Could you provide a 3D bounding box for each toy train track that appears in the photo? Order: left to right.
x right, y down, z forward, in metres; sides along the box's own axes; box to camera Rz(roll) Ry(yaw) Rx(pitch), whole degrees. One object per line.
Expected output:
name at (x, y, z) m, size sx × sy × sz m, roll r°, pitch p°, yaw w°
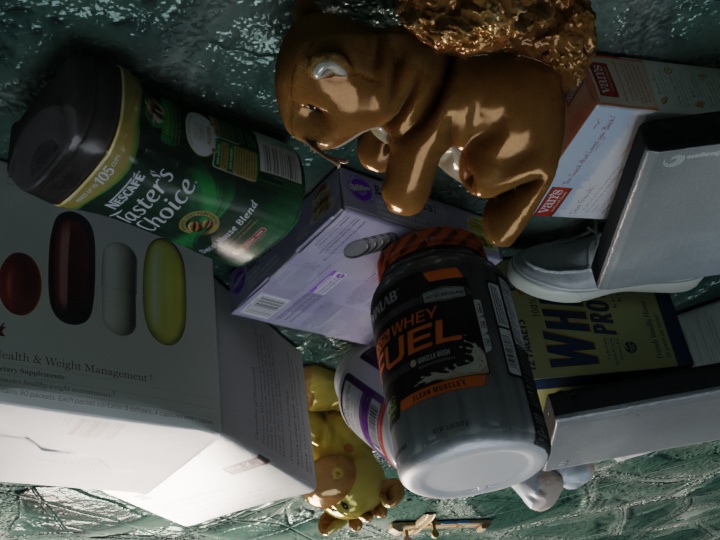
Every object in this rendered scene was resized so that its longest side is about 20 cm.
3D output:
toy train track at (0.147, 0.476, 1.694) m, size 0.198 × 0.033 × 0.115 m, roll 3°, pitch 147°, yaw -20°

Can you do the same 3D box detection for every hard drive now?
hard drive at (0.277, 0.142, 0.904) m, size 0.198 × 0.033 × 0.140 m, roll -11°, pitch 148°, yaw -1°
hard drive at (0.271, -0.055, 0.744) m, size 0.138 × 0.033 × 0.200 m, roll -8°, pitch 149°, yaw -2°

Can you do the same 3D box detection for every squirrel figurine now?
squirrel figurine at (0.046, -0.136, 0.603) m, size 0.186 × 0.142 × 0.200 m, roll 18°, pitch 127°, yaw -20°

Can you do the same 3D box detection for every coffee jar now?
coffee jar at (-0.144, -0.075, 0.671) m, size 0.199 × 0.086 × 0.104 m, roll 21°, pitch 139°, yaw -38°

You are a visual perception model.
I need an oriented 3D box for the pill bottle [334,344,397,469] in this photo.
pill bottle at (0.042, 0.136, 0.960) m, size 0.111 × 0.112 × 0.200 m, roll 5°, pitch -174°, yaw -21°

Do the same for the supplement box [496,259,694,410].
supplement box at (0.205, 0.093, 0.981) m, size 0.198 × 0.135 × 0.200 m, roll -5°, pitch 149°, yaw -8°

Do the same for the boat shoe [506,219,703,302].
boat shoe at (0.239, -0.019, 0.885) m, size 0.199 × 0.070 × 0.072 m, roll -3°, pitch 131°, yaw -9°

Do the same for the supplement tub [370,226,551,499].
supplement tub at (0.075, 0.072, 0.760) m, size 0.122 × 0.201 × 0.123 m, roll -7°, pitch 147°, yaw -5°

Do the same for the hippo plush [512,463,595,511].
hippo plush at (0.203, 0.175, 1.151) m, size 0.199 × 0.159 × 0.162 m, roll 24°, pitch 139°, yaw 28°

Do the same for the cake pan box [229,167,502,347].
cake pan box at (0.000, 0.000, 0.864) m, size 0.183 × 0.053 × 0.200 m, roll 16°, pitch 141°, yaw -31°

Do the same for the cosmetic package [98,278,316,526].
cosmetic package at (-0.164, 0.140, 0.940) m, size 0.164 × 0.166 × 0.200 m, roll -20°, pitch 147°, yaw 16°

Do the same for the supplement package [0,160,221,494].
supplement package at (-0.231, 0.054, 0.751) m, size 0.190 × 0.201 × 0.147 m, roll 15°, pitch 142°, yaw -35°

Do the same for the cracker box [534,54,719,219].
cracker box at (0.238, -0.100, 0.749) m, size 0.198 × 0.058 × 0.134 m, roll 2°, pitch 147°, yaw -18°

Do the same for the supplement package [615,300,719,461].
supplement package at (0.370, 0.135, 1.107) m, size 0.199 × 0.118 × 0.117 m, roll -23°, pitch 147°, yaw 23°

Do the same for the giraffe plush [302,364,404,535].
giraffe plush at (-0.029, 0.224, 1.112) m, size 0.198 × 0.163 × 0.173 m, roll 5°, pitch 146°, yaw -19°
